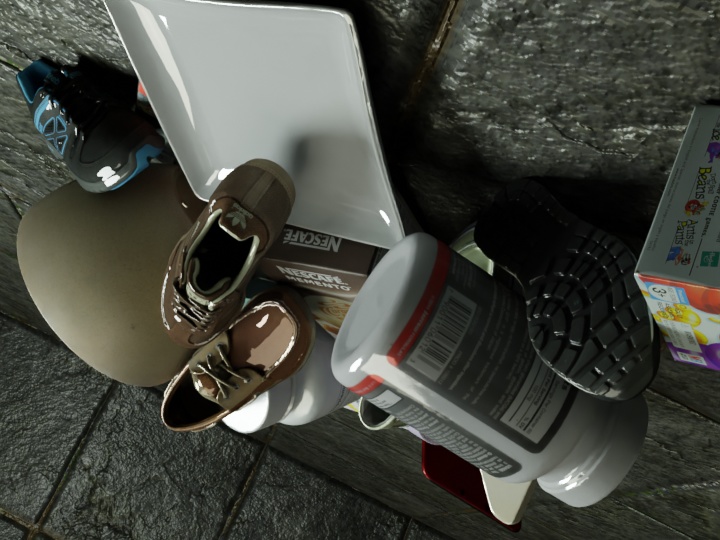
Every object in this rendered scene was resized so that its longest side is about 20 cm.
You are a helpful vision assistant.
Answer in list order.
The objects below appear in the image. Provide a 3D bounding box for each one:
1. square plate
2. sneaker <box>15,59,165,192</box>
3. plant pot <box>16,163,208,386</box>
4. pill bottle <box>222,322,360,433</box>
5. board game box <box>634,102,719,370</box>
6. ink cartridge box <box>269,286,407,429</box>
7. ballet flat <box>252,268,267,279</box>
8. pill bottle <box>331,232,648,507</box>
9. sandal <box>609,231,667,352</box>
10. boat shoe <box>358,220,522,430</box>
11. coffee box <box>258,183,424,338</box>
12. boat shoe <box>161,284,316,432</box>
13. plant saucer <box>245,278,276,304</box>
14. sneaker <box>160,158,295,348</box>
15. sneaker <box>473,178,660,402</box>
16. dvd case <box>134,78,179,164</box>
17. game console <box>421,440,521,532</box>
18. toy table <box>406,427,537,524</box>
[{"bbox_3d":[-0.065,-0.108,0.621,0.198,0.029,0.199,16,145,28],"label":"square plate"},{"bbox_3d":[-0.237,-0.125,0.763,0.199,0.073,0.082,23,150,46],"label":"sneaker"},{"bbox_3d":[-0.183,-0.018,0.810,0.134,0.202,0.200,-35,129,20],"label":"plant pot"},{"bbox_3d":[-0.055,0.092,0.918,0.113,0.116,0.199,12,-163,37],"label":"pill bottle"},{"bbox_3d":[0.249,0.000,0.421,0.198,0.106,0.103,13,158,37],"label":"board game box"},{"bbox_3d":[-0.021,0.109,1.114,0.198,0.088,0.146,14,158,26],"label":"ink cartridge box"},{"bbox_3d":[-0.175,-0.023,1.002,0.198,0.064,0.067,27,164,-1],"label":"ballet flat"},{"bbox_3d":[0.089,0.072,0.617,0.199,0.117,0.116,33,161,-12],"label":"pill bottle"},{"bbox_3d":[0.198,0.036,0.665,0.057,0.080,0.202,-18,146,0],"label":"sandal"},{"bbox_3d":[0.063,0.051,0.700,0.072,0.202,0.062,37,-152,22],"label":"boat shoe"},{"bbox_3d":[0.000,0.000,0.770,0.113,0.081,0.200,9,160,26],"label":"coffee box"},{"bbox_3d":[-0.108,0.086,0.773,0.076,0.072,0.200,47,130,4],"label":"boat shoe"},{"bbox_3d":[-0.167,0.029,1.033,0.198,0.039,0.201,10,-174,-1],"label":"plant saucer"},{"bbox_3d":[-0.116,0.002,0.669,0.070,0.076,0.201,33,130,0],"label":"sneaker"},{"bbox_3d":[0.144,0.017,0.558,0.087,0.076,0.201,37,-162,-28],"label":"sneaker"},{"bbox_3d":[-0.124,-0.110,0.766,0.145,0.022,0.200,30,160,-8],"label":"dvd case"},{"bbox_3d":[0.129,0.269,1.291,0.199,0.120,0.172,36,159,-26],"label":"game console"},{"bbox_3d":[0.131,0.119,0.823,0.116,0.186,0.199,27,-163,31],"label":"toy table"}]
